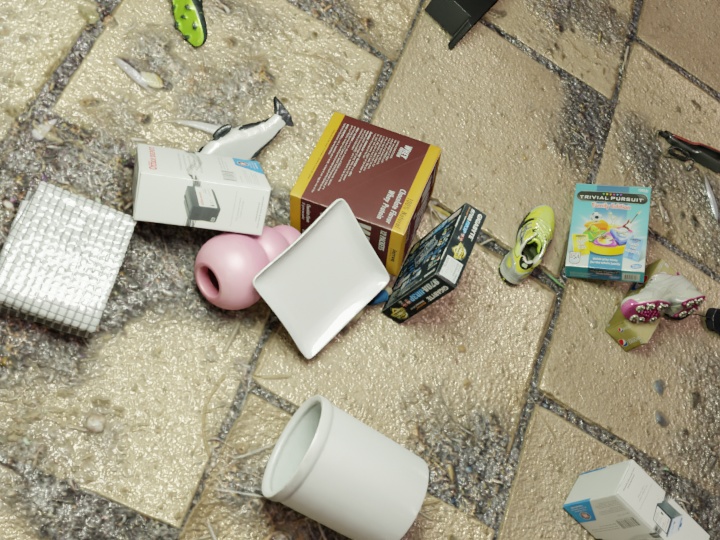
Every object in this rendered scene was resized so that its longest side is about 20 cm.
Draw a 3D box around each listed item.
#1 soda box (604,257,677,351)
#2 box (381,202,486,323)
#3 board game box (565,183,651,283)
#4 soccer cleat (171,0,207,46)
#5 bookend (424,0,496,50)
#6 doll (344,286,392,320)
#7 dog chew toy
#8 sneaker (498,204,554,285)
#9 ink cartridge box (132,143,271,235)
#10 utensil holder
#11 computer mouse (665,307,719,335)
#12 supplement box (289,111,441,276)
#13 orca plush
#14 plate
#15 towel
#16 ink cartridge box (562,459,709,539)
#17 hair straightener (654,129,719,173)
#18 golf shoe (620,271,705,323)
[{"bbox_3d":[0.577,0.069,1.846,0.068,0.064,0.200,45,56,-5],"label":"soda box"},{"bbox_3d":[0.124,-0.009,1.565,0.046,0.200,0.159,33,58,-11],"label":"box"},{"bbox_3d":[0.499,-0.078,1.828,0.151,0.047,0.200,5,61,16],"label":"board game box"},{"bbox_3d":[-0.307,-0.492,1.625,0.081,0.068,0.200,-15,77,-44],"label":"soccer cleat"},{"bbox_3d":[0.189,-0.604,1.906,0.199,0.092,0.200,42,59,-4],"label":"bookend"},{"bbox_3d":[0.000,0.000,1.587,0.136,0.048,0.200,24,58,-15],"label":"doll"},{"bbox_3d":[-0.168,-0.016,1.471,0.200,0.125,0.125,-26,83,-41],"label":"dog chew toy"},{"bbox_3d":[0.342,-0.055,1.769,0.075,0.076,0.200,36,57,-8],"label":"sneaker"},{"bbox_3d":[-0.255,-0.128,1.435,0.200,0.084,0.145,7,23,-18],"label":"ink cartridge box"},{"bbox_3d":[-0.022,0.311,1.383,0.200,0.170,0.170,33,59,-15],"label":"utensil holder"},{"bbox_3d":[0.726,0.101,1.934,0.200,0.034,0.059,14,81,-16],"label":"computer mouse"},{"bbox_3d":[0.009,-0.131,1.555,0.200,0.133,0.197,20,59,8],"label":"supplement box"},{"bbox_3d":[-0.217,-0.229,1.554,0.200,0.071,0.105,-46,138,-7],"label":"orca plush"},{"bbox_3d":[-0.064,0.012,1.460,0.200,0.032,0.200,-44,130,-15],"label":"plate"},{"bbox_3d":[-0.443,-0.014,1.348,0.166,0.086,0.200,21,64,-17],"label":"towel"},{"bbox_3d":[0.482,0.440,1.596,0.200,0.146,0.086,43,55,-6],"label":"ink cartridge box"},{"bbox_3d":[0.757,-0.269,2.090,0.200,0.041,0.077,23,61,-17],"label":"hair straightener"},{"bbox_3d":[0.579,0.050,1.785,0.200,0.075,0.092,-4,54,-29],"label":"golf shoe"}]
